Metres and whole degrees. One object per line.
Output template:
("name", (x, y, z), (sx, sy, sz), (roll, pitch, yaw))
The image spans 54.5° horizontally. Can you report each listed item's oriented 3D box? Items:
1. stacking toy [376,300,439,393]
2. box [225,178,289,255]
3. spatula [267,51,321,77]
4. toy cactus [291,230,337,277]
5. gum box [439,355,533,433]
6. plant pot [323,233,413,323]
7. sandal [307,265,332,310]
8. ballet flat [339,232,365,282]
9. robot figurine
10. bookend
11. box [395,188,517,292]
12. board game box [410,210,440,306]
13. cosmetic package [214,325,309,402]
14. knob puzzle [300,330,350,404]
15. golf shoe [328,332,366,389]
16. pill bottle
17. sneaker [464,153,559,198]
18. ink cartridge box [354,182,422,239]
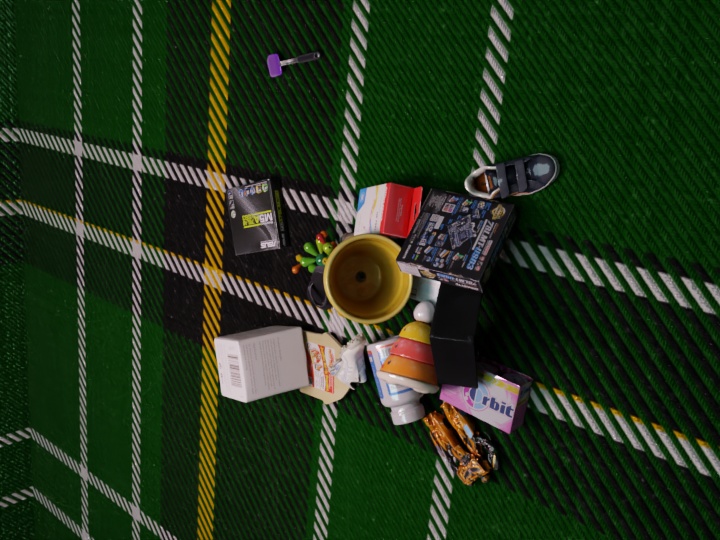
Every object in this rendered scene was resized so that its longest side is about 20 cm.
("stacking toy", (0.126, 0.167, 1.576), (0.145, 0.146, 0.202), (7, 78, 39))
("box", (-0.295, -0.149, 1.984), (0.198, 0.047, 0.196), (-5, 93, 41))
("spatula", (-0.177, -0.548, 1.826), (0.198, 0.020, 0.057), (0, 111, 38))
("toy cactus", (-0.087, -0.008, 1.794), (0.165, 0.102, 0.200), (42, 145, 0))
("gum box", (0.274, 0.263, 1.565), (0.199, 0.066, 0.115), (21, 112, 36))
("plant pot", (0.008, 0.017, 1.632), (0.189, 0.198, 0.204), (-173, 73, -82))
("sandal", (-0.105, 0.053, 1.794), (0.075, 0.043, 0.201), (17, 152, 7))
("ballet flat", (0.000, 0.000, 1.754), (0.066, 0.068, 0.203), (-14, 91, 16))
("robot figurine", (0.235, 0.407, 1.630), (0.145, 0.058, 0.201), (-47, 68, 37))
("bookend", (0.216, 0.114, 1.493), (0.091, 0.200, 0.201), (5, 144, 16))
("box", (0.201, -0.068, 1.466), (0.197, 0.050, 0.201), (15, 64, 29))
("board game box", (0.177, -0.025, 1.598), (0.146, 0.064, 0.203), (18, 111, 36))
("cosmetic package", (-0.270, 0.249, 1.914), (0.164, 0.198, 0.167), (-3, 95, 55))
("knob puzzle", (-0.084, 0.263, 1.892), (0.218, 0.030, 0.223), (8, 103, 39))
("golf shoe", (-0.009, 0.228, 1.743), (0.097, 0.078, 0.201), (45, 148, 13))
("pill bottle", (0.091, 0.263, 1.691), (0.111, 0.112, 0.203), (-17, 87, 40))
("sneaker", (0.309, -0.189, 1.447), (0.198, 0.079, 0.079), (-13, 88, 39))
("ink cartridge box", (0.062, -0.135, 1.607), (0.199, 0.066, 0.118), (0, 81, 65))
